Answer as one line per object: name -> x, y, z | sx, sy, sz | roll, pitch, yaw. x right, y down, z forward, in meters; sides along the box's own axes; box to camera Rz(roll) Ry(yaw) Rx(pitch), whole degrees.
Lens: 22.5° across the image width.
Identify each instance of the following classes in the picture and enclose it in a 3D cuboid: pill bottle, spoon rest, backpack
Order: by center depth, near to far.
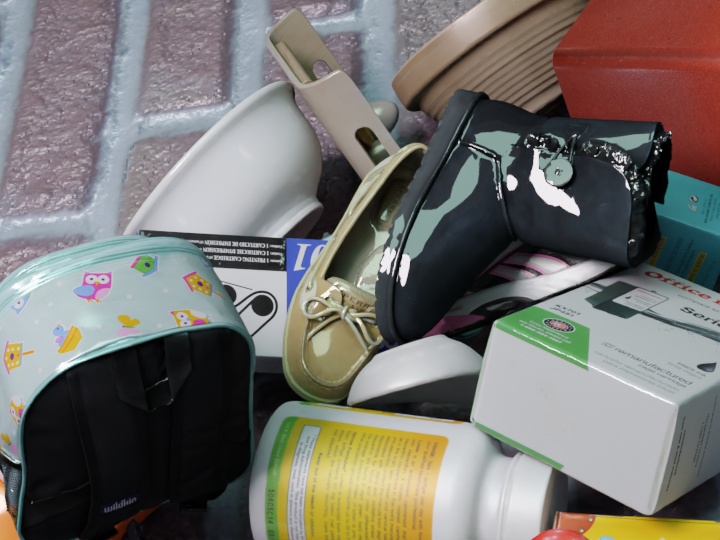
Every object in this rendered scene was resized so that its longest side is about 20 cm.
backpack -> -0.158, 0.064, 1.159 | 0.175, 0.200, 0.154 | -14, 61, -17
pill bottle -> 0.035, 0.154, 1.223 | 0.199, 0.111, 0.111 | 6, 48, 19
spoon rest -> 0.077, 0.072, 1.288 | 0.199, 0.061, 0.099 | -14, -7, -41

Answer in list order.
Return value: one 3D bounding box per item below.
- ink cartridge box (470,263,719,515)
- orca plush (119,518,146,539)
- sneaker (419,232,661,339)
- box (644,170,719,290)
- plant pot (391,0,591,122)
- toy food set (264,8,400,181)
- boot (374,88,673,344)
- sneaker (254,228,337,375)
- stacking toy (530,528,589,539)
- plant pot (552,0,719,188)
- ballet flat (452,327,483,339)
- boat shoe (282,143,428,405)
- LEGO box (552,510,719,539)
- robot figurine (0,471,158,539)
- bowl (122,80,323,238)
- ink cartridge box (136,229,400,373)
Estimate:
ink cartridge box -> 0.193, 0.073, 1.221 | 0.146, 0.083, 0.200 | 24, 26, 32
orca plush -> -0.078, 0.240, 1.222 | 0.199, 0.071, 0.106 | 17, 98, 33
sneaker -> 0.116, -0.016, 1.321 | 0.199, 0.080, 0.087 | -20, 84, 16
box -> 0.179, -0.046, 1.357 | 0.199, 0.082, 0.049 | 18, 51, 3
plant pot -> 0.131, -0.170, 1.494 | 0.200, 0.201, 0.093 | -30, 84, -15
toy food set -> -0.001, -0.127, 1.441 | 0.060, 0.144, 0.200 | -36, 24, 2
boot -> 0.115, -0.027, 1.246 | 0.167, 0.076, 0.201 | 14, 70, 25
sneaker -> -0.037, 0.039, 1.396 | 0.199, 0.079, 0.096 | -27, 70, -15
stacking toy -> 0.065, 0.209, 1.122 | 0.200, 0.085, 0.086 | -30, 37, 31
plant pot -> 0.269, -0.151, 1.417 | 0.176, 0.201, 0.200 | 8, 48, 38
ballet flat -> 0.073, -0.039, 1.430 | 0.067, 0.071, 0.201 | -4, 46, 8
boat shoe -> 0.003, 0.001, 1.293 | 0.073, 0.063, 0.201 | 29, 67, -2
LEGO box -> 0.183, 0.254, 1.114 | 0.148, 0.077, 0.201 | 1, 47, 16
robot figurine -> -0.213, 0.153, 1.287 | 0.144, 0.117, 0.200 | 39, 63, 22
bowl -> -0.093, -0.046, 1.424 | 0.090, 0.201, 0.201 | 44, 64, 6
ink cartridge box -> -0.068, 0.025, 1.328 | 0.199, 0.044, 0.095 | 4, 70, -12
